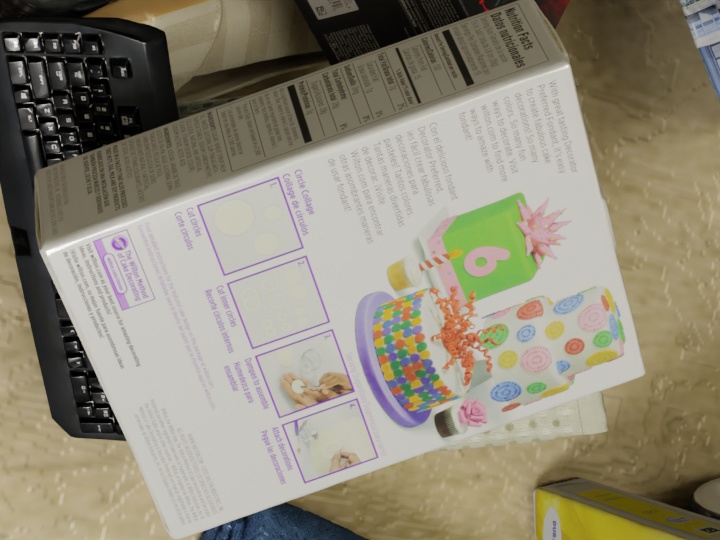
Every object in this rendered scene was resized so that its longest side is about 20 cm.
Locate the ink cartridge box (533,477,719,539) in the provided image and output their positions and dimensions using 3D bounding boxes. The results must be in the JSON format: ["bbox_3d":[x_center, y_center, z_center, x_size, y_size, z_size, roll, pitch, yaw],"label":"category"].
[{"bbox_3d":[0.157,0.214,0.957,0.047,0.199,0.200,-7,100,-30],"label":"ink cartridge box"}]

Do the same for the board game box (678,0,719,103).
[{"bbox_3d":[0.166,-0.157,0.942,0.061,0.200,0.201,-23,97,11],"label":"board game box"}]

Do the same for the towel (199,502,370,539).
[{"bbox_3d":[0.000,0.186,0.950,0.199,0.048,0.112,31,80,-29],"label":"towel"}]

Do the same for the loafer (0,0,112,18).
[{"bbox_3d":[-0.075,-0.162,0.846,0.200,0.070,0.068,-40,114,-22],"label":"loafer"}]

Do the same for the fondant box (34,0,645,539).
[{"bbox_3d":[-0.005,0.002,0.770,0.198,0.058,0.145,-18,124,1],"label":"fondant box"}]

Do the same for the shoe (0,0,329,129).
[{"bbox_3d":[-0.073,-0.091,0.856,0.199,0.070,0.054,-24,93,-28],"label":"shoe"}]

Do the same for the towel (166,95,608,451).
[{"bbox_3d":[0.000,0.000,0.852,0.198,0.035,0.194,-6,123,11],"label":"towel"}]

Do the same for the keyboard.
[{"bbox_3d":[-0.092,-0.005,0.814,0.103,0.040,0.202,-1,125,8],"label":"keyboard"}]

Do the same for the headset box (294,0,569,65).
[{"bbox_3d":[0.036,-0.177,0.865,0.149,0.074,0.201,60,39,-28],"label":"headset box"}]

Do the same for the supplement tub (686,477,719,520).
[{"bbox_3d":[0.223,0.212,1.041,0.121,0.122,0.202,-5,99,-30],"label":"supplement tub"}]
